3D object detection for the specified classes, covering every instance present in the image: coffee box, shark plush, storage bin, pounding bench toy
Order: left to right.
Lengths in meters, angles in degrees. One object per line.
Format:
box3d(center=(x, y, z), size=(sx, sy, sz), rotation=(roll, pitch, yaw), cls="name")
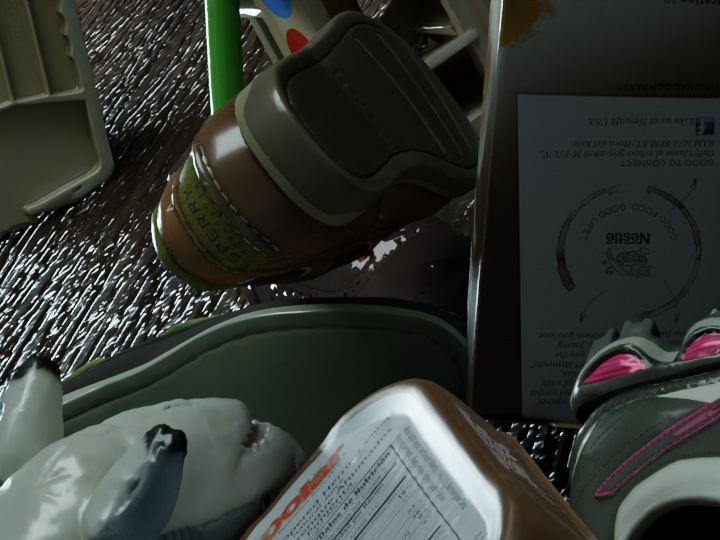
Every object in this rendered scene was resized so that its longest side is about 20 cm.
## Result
box3d(center=(-0.226, -0.127, 1.604), size=(0.093, 0.200, 0.200), rotation=(-18, 12, -23), cls="storage bin")
box3d(center=(-0.090, 0.120, 0.895), size=(0.091, 0.083, 0.201), rotation=(6, 61, 46), cls="shark plush")
box3d(center=(-0.020, -0.115, 1.302), size=(0.200, 0.156, 0.124), rotation=(-36, 19, -19), cls="pounding bench toy")
box3d(center=(0.078, -0.063, 0.915), size=(0.079, 0.201, 0.114), rotation=(4, 20, 1), cls="coffee box")

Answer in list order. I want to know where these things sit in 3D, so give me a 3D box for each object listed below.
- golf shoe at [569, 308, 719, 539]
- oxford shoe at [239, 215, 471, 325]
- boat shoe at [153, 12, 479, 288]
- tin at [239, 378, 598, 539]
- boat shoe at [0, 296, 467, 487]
box3d(center=(0.143, 0.042, 0.784), size=(0.199, 0.077, 0.088), rotation=(-25, 33, 34), cls="golf shoe")
box3d(center=(0.000, 0.000, 1.091), size=(0.071, 0.073, 0.200), rotation=(-37, 19, -22), cls="oxford shoe")
box3d(center=(-0.016, -0.037, 0.984), size=(0.068, 0.072, 0.200), rotation=(-39, -9, 17), cls="boat shoe")
box3d(center=(0.009, 0.093, 0.823), size=(0.112, 0.042, 0.200), rotation=(-47, 17, 2), cls="tin")
box3d(center=(-0.044, 0.046, 1.034), size=(0.200, 0.072, 0.061), rotation=(-16, 15, 24), cls="boat shoe")
